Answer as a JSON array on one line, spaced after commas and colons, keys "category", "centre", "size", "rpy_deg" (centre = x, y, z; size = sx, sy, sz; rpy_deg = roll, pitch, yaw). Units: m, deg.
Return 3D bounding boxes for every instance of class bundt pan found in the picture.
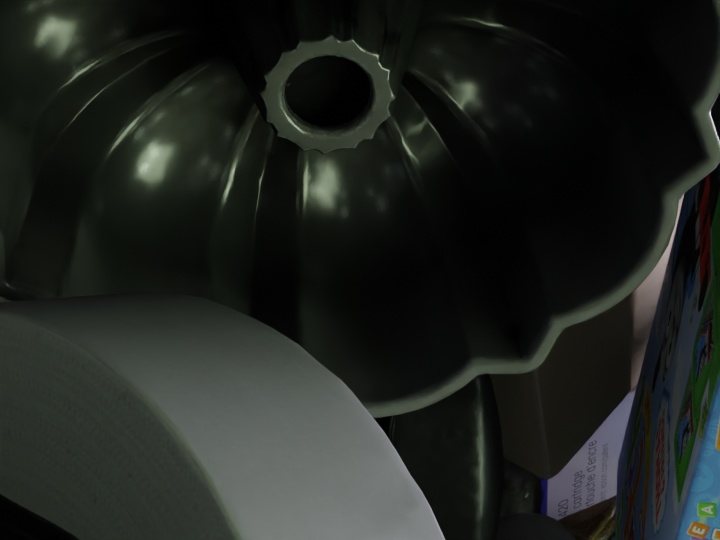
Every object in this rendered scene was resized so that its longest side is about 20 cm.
[{"category": "bundt pan", "centre": [-0.011, -0.062, 0.632], "size": [0.201, 0.076, 0.202], "rpy_deg": [-2, 124, -4]}]

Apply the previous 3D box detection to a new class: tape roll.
[{"category": "tape roll", "centre": [-0.067, 0.106, 0.587], "size": [0.066, 0.200, 0.201], "rpy_deg": [-4, 111, -49]}]

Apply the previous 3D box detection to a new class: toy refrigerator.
[{"category": "toy refrigerator", "centre": [0.093, -0.030, 0.853], "size": [0.200, 0.070, 0.076], "rpy_deg": [-45, 145, -27]}]

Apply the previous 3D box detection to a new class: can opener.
[{"category": "can opener", "centre": [0.000, 0.000, 0.746], "size": [0.063, 0.078, 0.201], "rpy_deg": [-87, 174, -77]}]

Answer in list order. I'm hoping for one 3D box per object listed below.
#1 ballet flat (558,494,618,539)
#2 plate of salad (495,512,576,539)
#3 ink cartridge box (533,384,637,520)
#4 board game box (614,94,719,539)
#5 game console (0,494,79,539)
[{"category": "ballet flat", "centre": [0.033, 0.163, 0.868], "size": [0.068, 0.072, 0.200], "rpy_deg": [14, 97, -64]}, {"category": "plate of salad", "centre": [0.025, 0.172, 0.778], "size": [0.048, 0.200, 0.200], "rpy_deg": [27, 85, -16]}, {"category": "ink cartridge box", "centre": [0.145, 0.081, 0.948], "size": [0.200, 0.047, 0.198], "rpy_deg": [-17, 135, -16]}, {"category": "board game box", "centre": [0.109, 0.036, 0.739], "size": [0.151, 0.037, 0.200], "rpy_deg": [-80, 178, -53]}, {"category": "game console", "centre": [-0.139, 0.122, 0.524], "size": [0.176, 0.200, 0.116], "rpy_deg": [-56, 141, -15]}]
